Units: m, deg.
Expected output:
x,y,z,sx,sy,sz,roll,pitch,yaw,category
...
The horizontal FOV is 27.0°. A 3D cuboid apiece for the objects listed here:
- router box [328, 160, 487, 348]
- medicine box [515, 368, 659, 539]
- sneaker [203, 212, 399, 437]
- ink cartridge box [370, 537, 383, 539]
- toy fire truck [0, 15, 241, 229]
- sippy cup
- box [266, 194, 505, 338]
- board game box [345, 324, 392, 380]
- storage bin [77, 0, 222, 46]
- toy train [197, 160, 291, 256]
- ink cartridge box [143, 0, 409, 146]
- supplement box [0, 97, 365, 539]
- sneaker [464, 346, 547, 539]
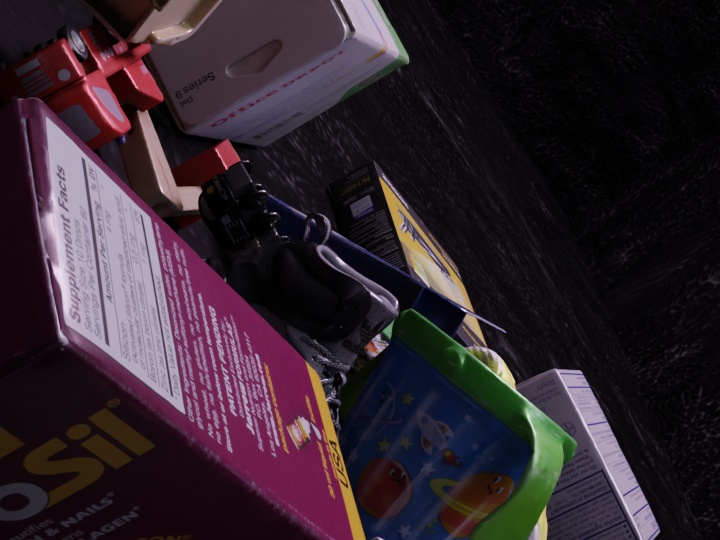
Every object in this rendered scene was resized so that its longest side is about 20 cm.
x,y,z,sx,sy,sz,roll,pitch,yaw,category
0.052,0.014,1.416,0.200,0.052,0.157,48,19,-48,router box
0.215,0.210,1.541,0.200,0.103,0.182,65,13,11,medicine box
-0.023,0.065,0.855,0.200,0.114,0.075,65,13,14,sneaker
0.034,0.238,0.784,0.200,0.084,0.145,42,23,-58,ink cartridge box
-0.133,-0.079,0.870,0.141,0.049,0.200,61,13,-12,toy fire truck
0.042,0.115,0.926,0.140,0.130,0.178,40,-1,3,sippy cup
0.000,0.000,1.047,0.200,0.032,0.121,29,1,21,box
0.020,0.069,1.129,0.105,0.023,0.200,43,15,13,board game box
-0.124,-0.259,0.827,0.200,0.199,0.094,43,10,1,storage bin
-0.062,-0.005,0.941,0.034,0.046,0.200,60,-3,28,toy train
-0.060,-0.166,1.124,0.088,0.145,0.200,62,12,2,ink cartridge box
-0.101,0.058,0.514,0.200,0.131,0.103,47,19,-48,supplement box
0.100,0.157,1.078,0.105,0.076,0.200,64,20,-53,sneaker
